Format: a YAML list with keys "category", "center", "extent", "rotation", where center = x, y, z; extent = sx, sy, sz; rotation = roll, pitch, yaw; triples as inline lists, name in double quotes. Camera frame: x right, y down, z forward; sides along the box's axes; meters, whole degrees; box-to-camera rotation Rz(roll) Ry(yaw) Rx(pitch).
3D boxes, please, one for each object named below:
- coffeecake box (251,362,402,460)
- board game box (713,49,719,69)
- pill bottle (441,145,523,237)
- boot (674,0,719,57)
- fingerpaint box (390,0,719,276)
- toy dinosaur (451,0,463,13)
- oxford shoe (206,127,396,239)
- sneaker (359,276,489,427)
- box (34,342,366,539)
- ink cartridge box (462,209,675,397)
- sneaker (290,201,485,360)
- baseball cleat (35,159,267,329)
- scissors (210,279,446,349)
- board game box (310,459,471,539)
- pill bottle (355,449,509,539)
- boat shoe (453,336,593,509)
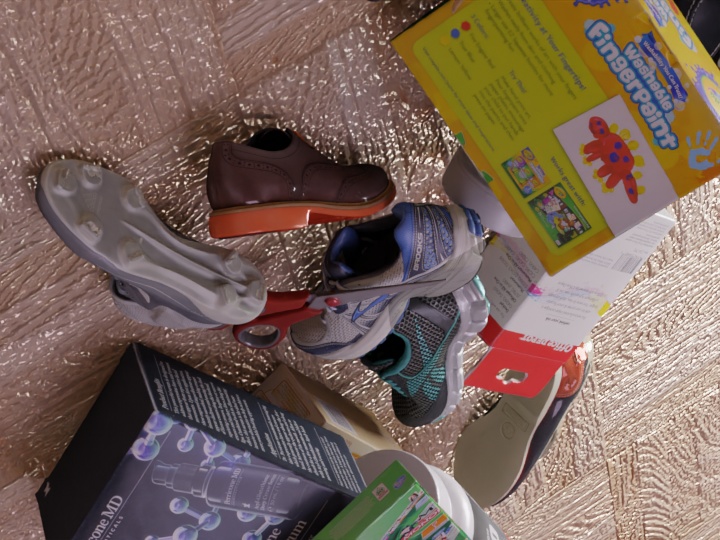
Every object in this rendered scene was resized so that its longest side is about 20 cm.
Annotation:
- category: "coffeecake box"
  center: [-0.077, 0.188, 1.760]
  extent: [0.200, 0.073, 0.153]
  rotation: [-45, 146, 9]
- category: "board game box"
  center: [0.358, -0.151, 1.674]
  extent: [0.056, 0.200, 0.166]
  rotation: [-5, 134, -36]
- category: "pill bottle"
  center: [0.141, -0.128, 1.578]
  extent: [0.111, 0.111, 0.201]
  rotation: [2, 127, -44]
- category: "boot"
  center: [0.313, -0.209, 1.608]
  extent: [0.073, 0.154, 0.204]
  rotation: [-7, 133, -38]
- category: "fingerpaint box"
  center: [0.148, -0.127, 1.473]
  extent: [0.166, 0.200, 0.073]
  rotation: [-33, -173, 27]
- category: "toy dinosaur"
  center: [0.100, -0.276, 1.384]
  extent: [0.105, 0.060, 0.201]
  rotation: [-6, 107, -4]
- category: "oxford shoe"
  center: [-0.037, -0.068, 1.517]
  extent: [0.071, 0.073, 0.200]
  rotation: [-7, -177, 31]
- category: "sneaker"
  center: [0.037, 0.063, 1.719]
  extent: [0.091, 0.078, 0.201]
  rotation: [-18, 147, -22]
- category: "box"
  center: [-0.117, 0.172, 1.604]
  extent: [0.199, 0.107, 0.149]
  rotation: [26, 107, -26]
- category: "ink cartridge box"
  center: [0.155, 0.007, 1.777]
  extent: [0.116, 0.067, 0.200]
  rotation: [14, 119, -50]
- category: "sneaker"
  center: [0.000, 0.000, 1.603]
  extent: [0.085, 0.077, 0.200]
  rotation: [16, 142, -35]
- category: "baseball cleat"
  center: [-0.160, -0.006, 1.473]
  extent: [0.200, 0.070, 0.106]
  rotation: [34, 143, -32]
- category: "scissors"
  center: [-0.034, 0.020, 1.562]
  extent: [0.199, 0.014, 0.073]
  rotation: [-18, 139, 37]
- category: "board game box"
  center: [-0.013, 0.244, 1.600]
  extent: [0.200, 0.029, 0.135]
  rotation: [-43, 141, -3]
- category: "pill bottle"
  center: [0.051, 0.226, 1.758]
  extent: [0.114, 0.114, 0.200]
  rotation: [-40, 148, 1]
- category: "boat shoe"
  center: [0.145, 0.135, 1.913]
  extent: [0.062, 0.071, 0.201]
  rotation: [-16, 142, -45]
